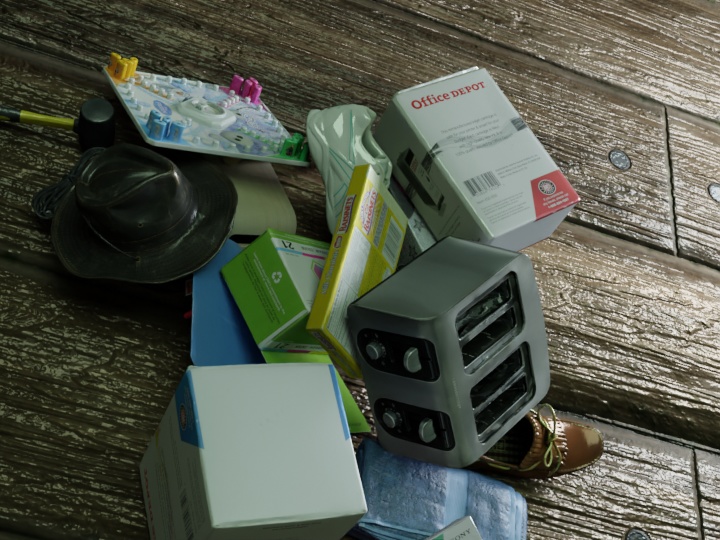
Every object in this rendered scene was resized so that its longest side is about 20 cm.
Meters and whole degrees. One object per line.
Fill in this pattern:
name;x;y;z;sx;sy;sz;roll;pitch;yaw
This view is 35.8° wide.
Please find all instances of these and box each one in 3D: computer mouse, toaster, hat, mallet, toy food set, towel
computer mouse;-0.249;-0.052;1.227;0.198;0.046;0.141;29;47;1
toaster;0.098;0.078;1.148;0.118;0.183;0.199;13;36;43
hat;-0.227;-0.080;1.132;0.197;0.081;0.203;-3;51;4
mallet;-0.369;-0.177;1.238;0.197;0.066;0.042;13;52;-15
toy food set;-0.170;-0.105;1.276;0.142;0.061;0.201;0;52;-44
towel;0.081;0.251;1.166;0.198;0.049;0.113;20;52;-10

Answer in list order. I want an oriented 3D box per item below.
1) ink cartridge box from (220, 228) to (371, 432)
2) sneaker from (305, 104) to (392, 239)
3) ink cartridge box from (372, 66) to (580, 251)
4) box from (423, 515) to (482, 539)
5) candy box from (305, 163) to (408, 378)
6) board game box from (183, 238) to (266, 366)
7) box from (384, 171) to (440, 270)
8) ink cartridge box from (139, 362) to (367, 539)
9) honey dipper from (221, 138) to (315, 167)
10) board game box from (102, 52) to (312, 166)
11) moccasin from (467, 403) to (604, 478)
ink cartridge box;-0.043;0.067;1.174;0.201;0.075;0.147;60;21;20
sneaker;-0.001;-0.088;1.248;0.070;0.079;0.203;-49;127;-72
ink cartridge box;0.127;-0.115;1.258;0.146;0.083;0.201;-22;69;-32
box;0.092;0.361;1.076;0.143;0.036;0.202;-24;80;-27
candy box;0.000;0.000;1.166;0.102;0.026;0.202;49;47;-44
board game box;-0.142;0.066;1.171;0.158;0.039;0.202;40;39;-49
box;0.081;-0.047;1.319;0.131;0.115;0.202;-13;64;-30
ink cartridge box;-0.106;0.197;1.023;0.143;0.200;0.149;0;58;-26
honey dipper;-0.093;-0.139;1.310;0.199;0.038;0.038;-9;60;-52
board game box;-0.174;-0.185;1.269;0.198;0.026;0.200;5;29;-32
moccasin;0.180;0.186;1.225;0.199;0.078;0.075;12;72;-16
